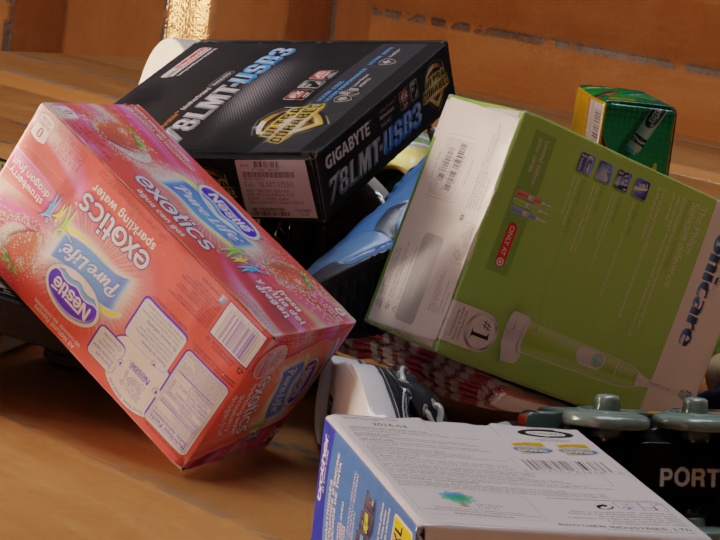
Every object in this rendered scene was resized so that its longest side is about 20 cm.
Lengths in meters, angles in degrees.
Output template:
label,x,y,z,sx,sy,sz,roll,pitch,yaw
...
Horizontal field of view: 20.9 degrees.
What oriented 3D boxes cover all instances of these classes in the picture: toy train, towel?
label,x,y,z,sx,sy,sz,roll,pitch,yaw
toy train,0.163,0.107,1.056,0.198,0.086,0.114,2,-1,-20
towel,0.072,0.074,1.231,0.146,0.030,0.199,20,1,-39

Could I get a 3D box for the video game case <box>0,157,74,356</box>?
label,x,y,z,sx,sy,sz,roll,pitch,yaw
video game case,-0.198,-0.010,1.196,0.199,0.026,0.181,21,24,-37

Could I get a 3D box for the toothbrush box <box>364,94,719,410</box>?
label,x,y,z,sx,sy,sz,roll,pitch,yaw
toothbrush box,0.123,0.000,1.165,0.199,0.147,0.086,20,0,-31

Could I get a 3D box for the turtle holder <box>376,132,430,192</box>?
label,x,y,z,sx,sy,sz,roll,pitch,yaw
turtle holder,0.031,-0.045,1.574,0.131,0.141,0.186,31,9,-36

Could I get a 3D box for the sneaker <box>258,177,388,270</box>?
label,x,y,z,sx,sy,sz,roll,pitch,yaw
sneaker,0.000,0.000,1.275,0.098,0.071,0.200,-8,33,-30

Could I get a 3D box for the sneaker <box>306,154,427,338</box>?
label,x,y,z,sx,sy,sz,roll,pitch,yaw
sneaker,0.035,-0.024,1.211,0.199,0.066,0.078,-28,47,-22

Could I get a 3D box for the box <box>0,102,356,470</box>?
label,x,y,z,sx,sy,sz,roll,pitch,yaw
box,-0.115,0.005,1.108,0.200,0.103,0.094,43,22,20

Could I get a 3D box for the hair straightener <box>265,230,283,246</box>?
label,x,y,z,sx,sy,sz,roll,pitch,yaw
hair straightener,-0.103,0.000,1.328,0.041,0.078,0.200,24,-22,-17

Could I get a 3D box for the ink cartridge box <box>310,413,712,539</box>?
label,x,y,z,sx,sy,sz,roll,pitch,yaw
ink cartridge box,0.058,0.121,0.894,0.135,0.077,0.200,5,12,-16

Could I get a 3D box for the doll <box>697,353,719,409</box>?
label,x,y,z,sx,sy,sz,roll,pitch,yaw
doll,0.235,0.096,1.233,0.135,0.049,0.200,-5,10,-6

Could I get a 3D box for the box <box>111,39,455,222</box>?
label,x,y,z,sx,sy,sz,roll,pitch,yaw
box,-0.067,-0.094,1.251,0.197,0.050,0.200,5,28,28

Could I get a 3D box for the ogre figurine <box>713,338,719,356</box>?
label,x,y,z,sx,sy,sz,roll,pitch,yaw
ogre figurine,0.194,0.012,1.359,0.098,0.121,0.199,-34,-37,31

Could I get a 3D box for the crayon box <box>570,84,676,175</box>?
label,x,y,z,sx,sy,sz,roll,pitch,yaw
crayon box,0.187,-0.034,1.482,0.058,0.202,0.119,6,11,-4

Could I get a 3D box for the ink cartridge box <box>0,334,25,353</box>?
label,x,y,z,sx,sy,sz,roll,pitch,yaw
ink cartridge box,-0.294,0.006,1.244,0.145,0.085,0.200,11,11,15

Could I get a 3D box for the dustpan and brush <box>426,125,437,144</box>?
label,x,y,z,sx,sy,sz,roll,pitch,yaw
dustpan and brush,0.079,-0.006,1.303,0.057,0.200,0.139,-44,32,-15

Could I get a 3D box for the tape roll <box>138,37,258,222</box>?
label,x,y,z,sx,sy,sz,roll,pitch,yaw
tape roll,-0.088,-0.069,1.480,0.138,0.205,0.203,3,11,-23

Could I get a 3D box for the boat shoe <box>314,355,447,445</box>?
label,x,y,z,sx,sy,sz,roll,pitch,yaw
boat shoe,0.017,0.087,1.084,0.067,0.072,0.200,7,2,-7

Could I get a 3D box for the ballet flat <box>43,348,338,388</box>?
label,x,y,z,sx,sy,sz,roll,pitch,yaw
ballet flat,-0.109,0.045,1.273,0.198,0.047,0.067,7,11,-2
